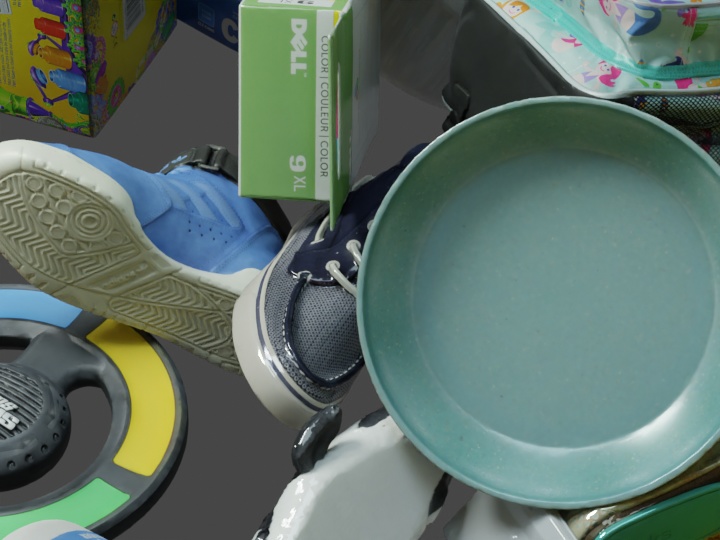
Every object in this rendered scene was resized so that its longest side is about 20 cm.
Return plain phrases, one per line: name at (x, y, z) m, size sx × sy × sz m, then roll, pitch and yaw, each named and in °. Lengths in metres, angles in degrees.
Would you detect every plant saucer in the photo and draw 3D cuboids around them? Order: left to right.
plant saucer at (0.099, 0.015, 1.383) m, size 0.200 × 0.200 × 0.036 m, roll 5°, pitch 4°, yaw 4°

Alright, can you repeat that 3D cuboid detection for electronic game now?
electronic game at (-0.188, 0.078, 1.451) m, size 0.200 × 0.042 × 0.200 m, roll 1°, pitch 43°, yaw -1°

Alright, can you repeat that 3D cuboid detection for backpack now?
backpack at (0.163, -0.107, 1.490) m, size 0.200 × 0.151 × 0.178 m, roll 3°, pitch 27°, yaw -28°

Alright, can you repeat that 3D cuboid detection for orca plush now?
orca plush at (-0.007, 0.099, 1.410) m, size 0.071 × 0.105 × 0.200 m, roll -9°, pitch 46°, yaw 47°

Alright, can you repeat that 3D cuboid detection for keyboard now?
keyboard at (0.102, 0.172, 1.353) m, size 0.011 × 0.056 × 0.200 m, roll 19°, pitch 27°, yaw -42°

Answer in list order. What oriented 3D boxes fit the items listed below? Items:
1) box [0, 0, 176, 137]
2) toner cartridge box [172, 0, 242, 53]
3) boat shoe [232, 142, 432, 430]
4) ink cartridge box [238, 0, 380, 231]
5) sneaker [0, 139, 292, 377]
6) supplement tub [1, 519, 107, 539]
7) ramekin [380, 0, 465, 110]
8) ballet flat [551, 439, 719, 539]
box at (-0.219, -0.209, 1.643) m, size 0.193 × 0.200 × 0.122 m, roll 16°, pitch 45°, yaw 15°
toner cartridge box at (-0.071, -0.185, 1.734) m, size 0.200 × 0.043 × 0.095 m, roll 30°, pitch 48°, yaw 27°
boat shoe at (0.000, 0.000, 1.447) m, size 0.093 × 0.075 × 0.200 m, roll -36°, pitch 17°, yaw 25°
ink cartridge box at (-0.029, -0.098, 1.489) m, size 0.059 × 0.104 × 0.200 m, roll 3°, pitch 18°, yaw 6°
sneaker at (-0.115, -0.030, 1.499) m, size 0.200 × 0.077 × 0.111 m, roll 28°, pitch 31°, yaw -22°
supplement tub at (-0.086, 0.206, 1.251) m, size 0.200 × 0.132 × 0.132 m, roll 24°, pitch 48°, yaw 23°
ramekin at (0.067, -0.182, 1.647) m, size 0.200 × 0.105 × 0.200 m, roll 17°, pitch 45°, yaw -19°
ballet flat at (0.183, 0.098, 1.420) m, size 0.200 × 0.067 × 0.062 m, roll -15°, pitch 38°, yaw -17°
